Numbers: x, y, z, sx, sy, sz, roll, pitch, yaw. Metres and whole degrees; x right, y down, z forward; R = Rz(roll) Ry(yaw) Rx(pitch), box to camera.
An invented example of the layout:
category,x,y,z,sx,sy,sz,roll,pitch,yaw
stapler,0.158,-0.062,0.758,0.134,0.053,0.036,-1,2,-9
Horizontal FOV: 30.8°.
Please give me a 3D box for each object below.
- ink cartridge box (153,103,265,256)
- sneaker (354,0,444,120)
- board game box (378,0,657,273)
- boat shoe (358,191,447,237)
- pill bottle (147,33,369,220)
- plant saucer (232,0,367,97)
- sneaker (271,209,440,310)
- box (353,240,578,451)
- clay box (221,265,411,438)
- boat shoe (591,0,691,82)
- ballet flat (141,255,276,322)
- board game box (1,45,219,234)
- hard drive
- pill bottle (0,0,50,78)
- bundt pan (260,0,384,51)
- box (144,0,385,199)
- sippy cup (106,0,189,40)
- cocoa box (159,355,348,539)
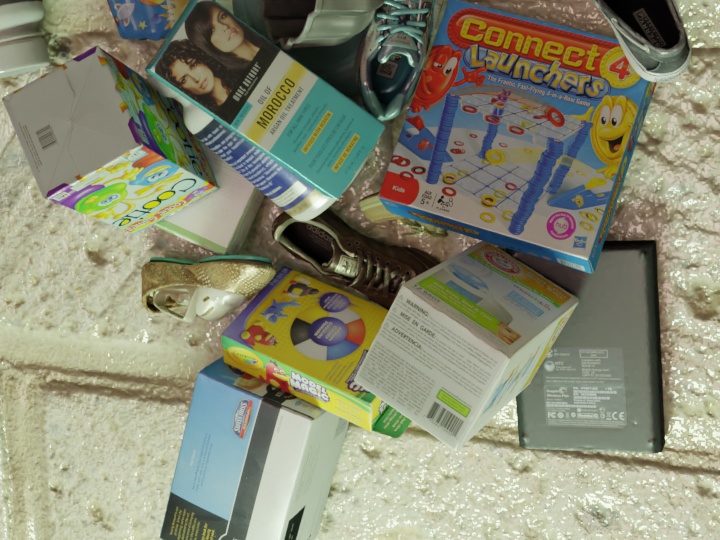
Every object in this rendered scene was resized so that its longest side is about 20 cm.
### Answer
category,x,y,z,sx,sy,sz,roll,pitch,yaw
ink cartridge box,-0.154,-0.130,1.330,0.145,0.048,0.201,24,87,14
sneaker,0.042,-0.224,1.160,0.077,0.086,0.201,7,125,-4
board game box,0.142,-0.121,1.162,0.199,0.056,0.196,17,82,17
boat shoe,0.095,-0.057,1.232,0.199,0.073,0.063,-4,99,22
pill bottle,-0.094,-0.149,1.227,0.200,0.116,0.116,39,116,-17
plant saucer,-0.039,-0.263,1.248,0.199,0.036,0.201,4,102,19
sneaker,0.000,0.000,1.282,0.200,0.076,0.071,26,111,14
box,0.098,0.059,1.154,0.112,0.200,0.102,34,115,16
clay box,-0.022,0.078,1.275,0.200,0.115,0.048,22,139,22
boat shoe,0.215,-0.252,1.111,0.072,0.068,0.200,-27,71,5
ballet flat,-0.157,0.021,1.324,0.200,0.070,0.066,-3,72,51
board game box,-0.226,-0.115,1.217,0.103,0.200,0.105,-27,78,8
hard drive,0.213,0.072,1.239,0.139,0.033,0.201,0,103,22
pill bottle,-0.392,-0.299,1.343,0.113,0.113,0.201,-9,100,23
bundt pan,-0.024,-0.289,1.133,0.076,0.202,0.203,2,109,-22
box,-0.082,-0.151,1.143,0.200,0.049,0.082,34,89,-17
sippy cup,-0.198,-0.295,1.265,0.139,0.178,0.131,-13,112,-11
cocoa box,-0.104,0.193,1.339,0.131,0.133,0.201,21,110,16
